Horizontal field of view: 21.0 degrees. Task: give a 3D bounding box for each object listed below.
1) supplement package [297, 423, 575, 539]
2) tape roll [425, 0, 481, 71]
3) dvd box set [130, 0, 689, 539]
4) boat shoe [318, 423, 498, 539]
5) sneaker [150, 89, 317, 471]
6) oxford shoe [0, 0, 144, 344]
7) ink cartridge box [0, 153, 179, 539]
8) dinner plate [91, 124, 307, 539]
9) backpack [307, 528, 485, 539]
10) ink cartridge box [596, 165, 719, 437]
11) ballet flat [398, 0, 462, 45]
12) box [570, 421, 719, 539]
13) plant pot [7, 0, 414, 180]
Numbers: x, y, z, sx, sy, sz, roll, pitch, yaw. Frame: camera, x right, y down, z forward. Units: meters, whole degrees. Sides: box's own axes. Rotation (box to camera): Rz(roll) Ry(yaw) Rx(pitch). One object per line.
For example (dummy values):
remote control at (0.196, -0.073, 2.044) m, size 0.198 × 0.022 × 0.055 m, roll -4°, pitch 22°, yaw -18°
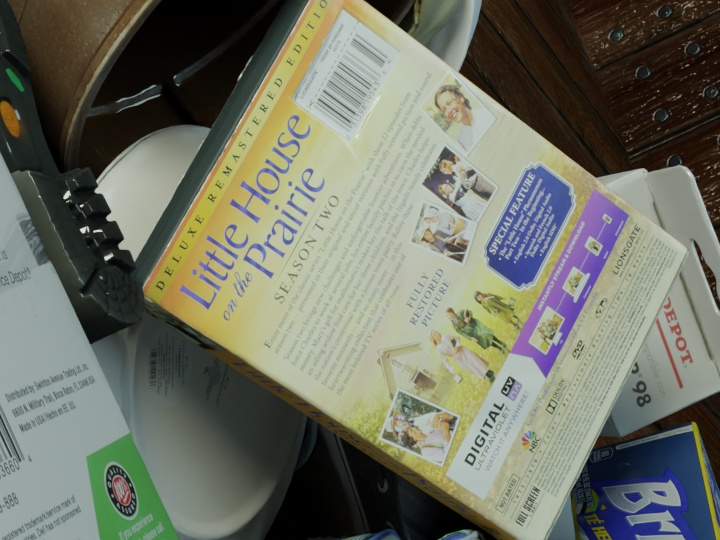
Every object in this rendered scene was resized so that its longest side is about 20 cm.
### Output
supplement package at (0.053, 0.127, 0.968) m, size 0.200 × 0.117 × 0.117 m, roll 66°, pitch -16°, yaw 3°
tape roll at (-0.038, -0.149, 1.010) m, size 0.202 × 0.202 × 0.071 m, roll 62°, pitch 15°, yaw -13°
dvd box set at (0.023, 0.000, 0.760) m, size 0.200 × 0.146 × 0.029 m, roll 34°, pitch -16°, yaw -22°
boat shoe at (0.040, 0.113, 0.843) m, size 0.066 × 0.070 × 0.200 m, roll 12°, pitch -56°, yaw 60°
sneaker at (-0.066, 0.002, 0.920) m, size 0.200 × 0.071 × 0.098 m, roll 67°, pitch 13°, yaw 1°
oxford shoe at (-0.156, -0.054, 0.678) m, size 0.200 × 0.084 × 0.073 m, roll 66°, pitch 17°, yaw 12°
ink cartridge box at (-0.148, 0.026, 0.575) m, size 0.200 × 0.084 × 0.146 m, roll 65°, pitch 15°, yaw 1°
dinner plate at (-0.063, 0.041, 0.783) m, size 0.200 × 0.024 × 0.200 m, roll -7°, pitch 98°, yaw -60°
backpack at (0.004, 0.187, 0.724) m, size 0.183 × 0.147 × 0.200 m, roll 65°, pitch 17°, yaw 8°
ink cartridge box at (0.111, 0.018, 0.972) m, size 0.116 × 0.067 × 0.200 m, roll 69°, pitch -18°, yaw -4°
ballet flat at (-0.027, -0.090, 0.956) m, size 0.069 × 0.200 × 0.069 m, roll 36°, pitch 19°, yaw -15°
box at (0.133, 0.158, 0.819) m, size 0.200 × 0.064 × 0.070 m, roll -91°, pitch 161°, yaw -54°
plant pot at (-0.099, -0.162, 0.806) m, size 0.198 × 0.200 × 0.200 m, roll 48°, pitch 10°, yaw 17°
